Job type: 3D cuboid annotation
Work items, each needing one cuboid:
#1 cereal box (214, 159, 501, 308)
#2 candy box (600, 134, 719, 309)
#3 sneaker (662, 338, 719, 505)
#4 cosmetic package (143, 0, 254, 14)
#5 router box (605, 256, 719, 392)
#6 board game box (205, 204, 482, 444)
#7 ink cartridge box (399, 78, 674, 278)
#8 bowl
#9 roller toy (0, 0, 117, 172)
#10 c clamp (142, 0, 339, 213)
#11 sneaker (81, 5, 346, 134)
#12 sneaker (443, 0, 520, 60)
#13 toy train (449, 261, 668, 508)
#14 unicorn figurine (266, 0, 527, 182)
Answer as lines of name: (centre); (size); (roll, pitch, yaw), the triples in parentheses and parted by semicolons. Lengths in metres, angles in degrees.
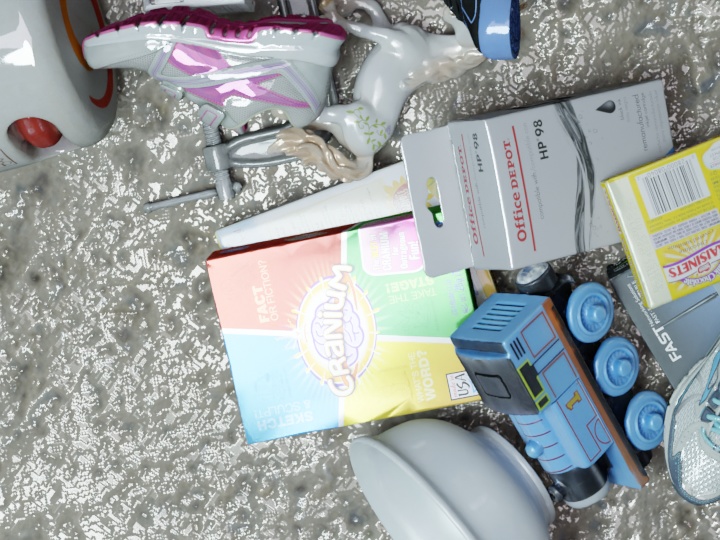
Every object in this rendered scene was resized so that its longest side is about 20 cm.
cereal box: (0.000, 0.000, 1.518); (0.199, 0.040, 0.145); (-19, 96, 9)
candy box: (0.288, -0.055, 1.415); (0.199, 0.026, 0.103); (-21, 97, -4)
sneaker: (0.281, 0.085, 1.411); (0.077, 0.086, 0.201); (23, 101, 4)
cosmetic package: (-0.131, -0.300, 1.472); (0.082, 0.051, 0.202); (-4, 88, 5)
router box: (0.304, 0.047, 1.479); (0.149, 0.062, 0.201); (-32, 93, 11)
board game box: (-0.007, 0.042, 1.484); (0.198, 0.040, 0.154); (-12, 99, 8)
ink cartridge box: (0.139, -0.068, 1.434); (0.199, 0.067, 0.117); (-15, 98, -23)
bowl: (0.087, 0.186, 1.477); (0.090, 0.201, 0.202); (-37, 93, -17)
roller toy: (-0.278, -0.168, 1.451); (0.139, 0.200, 0.183); (-15, 116, 9)
c clamp: (-0.105, -0.154, 1.514); (0.169, 0.027, 0.202); (-6, 96, 6)
sneaker: (-0.111, -0.146, 1.417); (0.198, 0.081, 0.089); (6, 107, 9)
sneaker: (0.077, -0.219, 1.412); (0.077, 0.201, 0.070); (-6, 128, 5)
toy train: (0.157, 0.092, 1.459); (0.114, 0.086, 0.201); (-41, 115, -25)
unicorn figurine: (0.018, -0.158, 1.481); (0.137, 0.074, 0.201); (29, 102, -7)
